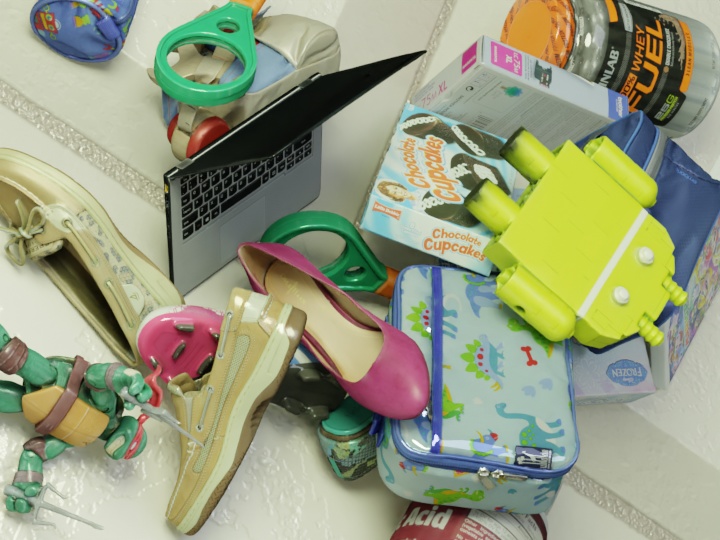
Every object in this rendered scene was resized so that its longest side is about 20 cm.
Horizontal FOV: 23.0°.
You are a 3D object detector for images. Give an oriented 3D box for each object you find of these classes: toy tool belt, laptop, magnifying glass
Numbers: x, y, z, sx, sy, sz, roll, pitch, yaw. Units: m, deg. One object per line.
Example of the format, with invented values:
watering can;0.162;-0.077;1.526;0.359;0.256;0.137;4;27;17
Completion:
toy tool belt;-0.115;-0.156;1.474;0.122;0.126;0.200;28;44;27
laptop;-0.052;-0.074;1.399;0.115;0.201;0.187;29;47;28
magnifying glass;0.000;0.000;1.498;0.199;0.080;0.023;23;38;-36
magnifying glass;-0.104;-0.196;1.419;0.079;0.023;0.201;19;45;6

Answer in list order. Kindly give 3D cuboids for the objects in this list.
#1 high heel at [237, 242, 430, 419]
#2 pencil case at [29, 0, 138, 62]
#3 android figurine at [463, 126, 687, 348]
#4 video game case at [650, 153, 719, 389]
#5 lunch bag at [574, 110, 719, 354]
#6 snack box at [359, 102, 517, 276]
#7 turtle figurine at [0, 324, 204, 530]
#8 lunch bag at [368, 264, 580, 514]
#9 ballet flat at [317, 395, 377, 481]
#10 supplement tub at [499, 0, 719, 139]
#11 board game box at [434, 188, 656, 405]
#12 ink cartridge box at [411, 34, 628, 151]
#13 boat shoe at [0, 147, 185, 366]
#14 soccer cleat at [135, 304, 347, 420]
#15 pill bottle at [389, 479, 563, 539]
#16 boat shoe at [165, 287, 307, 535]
high heel;-0.025;0.046;1.366;0.096;0.200;0.068;30;96;-43
pencil case;-0.205;-0.270;1.462;0.078;0.086;0.202;52;45;-48
android figurine;0.180;-0.021;1.436;0.200;0.041;0.182;42;60;-6
video game case;0.321;-0.004;1.691;0.018;0.144;0.201;16;51;25
lunch bag;0.215;-0.033;1.561;0.132;0.136;0.201;38;57;-13
snack box;0.073;-0.073;1.520;0.115;0.037;0.200;20;30;0
turtle figurine;-0.222;0.106;1.294;0.199;0.150;0.101;30;18;-17
lunch bag;0.090;0.093;1.419;0.159;0.083;0.201;9;50;-6
ballet flat;0.037;0.108;1.493;0.199;0.074;0.075;-35;92;-34
supplement tub;0.240;-0.204;1.708;0.198;0.122;0.124;10;66;-30
board game box;0.165;0.025;1.617;0.198;0.043;0.201;0;70;-34
ink cartridge box;0.159;-0.142;1.630;0.199;0.119;0.042;21;56;-25
boat shoe;-0.220;-0.012;1.357;0.200;0.073;0.063;43;58;-16
soccer cleat;-0.099;0.063;1.410;0.199;0.070;0.087;21;24;-34
pill bottle;0.084;0.227;1.440;0.114;0.114;0.201;42;54;-12
boat shoe;-0.113;0.103;1.340;0.076;0.072;0.201;25;103;-6
